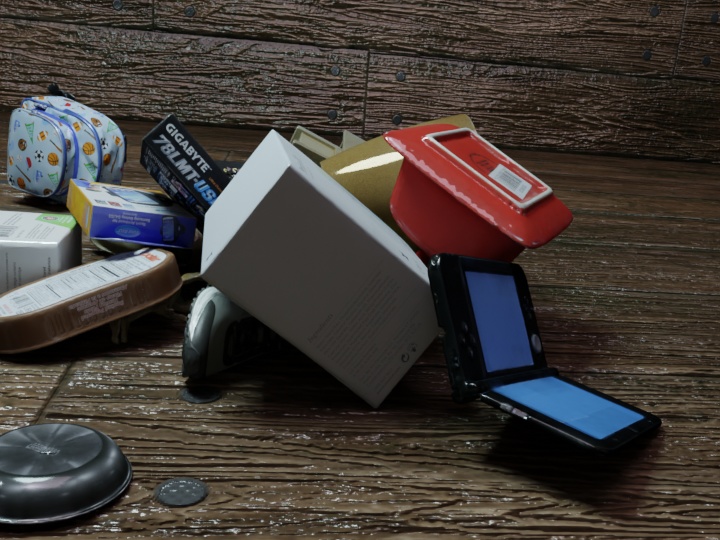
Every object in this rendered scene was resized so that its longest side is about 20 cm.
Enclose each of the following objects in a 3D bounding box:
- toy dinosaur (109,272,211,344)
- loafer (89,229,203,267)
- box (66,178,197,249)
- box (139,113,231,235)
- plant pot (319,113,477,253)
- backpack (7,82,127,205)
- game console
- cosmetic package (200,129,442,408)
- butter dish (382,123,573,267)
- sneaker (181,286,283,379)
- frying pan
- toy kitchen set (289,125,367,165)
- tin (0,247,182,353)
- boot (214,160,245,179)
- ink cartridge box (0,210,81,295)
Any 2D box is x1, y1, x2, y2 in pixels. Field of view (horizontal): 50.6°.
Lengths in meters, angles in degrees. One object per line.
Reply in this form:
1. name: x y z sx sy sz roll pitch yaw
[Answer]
1. toy dinosaur: -0.209 0.023 0.839 0.099 0.060 0.200 5 16 4
2. loafer: -0.288 -0.049 1.034 0.195 0.078 0.067 8 9 10
3. box: -0.270 -0.067 0.893 0.117 0.042 0.199 6 10 -30
4. box: -0.176 -0.077 0.897 0.050 0.199 0.200 -44 12 -12
5. plant pot: 0.046 -0.102 1.007 0.195 0.191 0.187 -6 16 -5
6. backpack: -0.506 -0.202 1.319 0.187 0.204 0.154 16 22 13
7. game console: 0.162 0.063 0.650 0.115 0.180 0.199 -17 -12 30
8. cosmetic package: -0.038 -0.012 0.719 0.199 0.124 0.200 37 8 -20
9. butter dish: 0.110 -0.057 0.845 0.198 0.149 0.199 38 27 15
10. sneaker: -0.111 0.053 0.742 0.078 0.076 0.200 14 17 14
11. frying pan: -0.238 0.137 0.489 0.114 0.032 0.188 17 17 40
12. toy kitchen set: -0.044 -0.107 1.180 0.197 0.182 0.164 25 24 -12
13. tin: -0.275 0.025 0.761 0.197 0.043 0.111 -23 27 -31
14. boot: -0.274 -0.185 1.536 0.147 0.075 0.200 2 10 -11
15. ink cartridge box: -0.423 -0.013 0.847 0.195 0.086 0.146 3 15 -11
